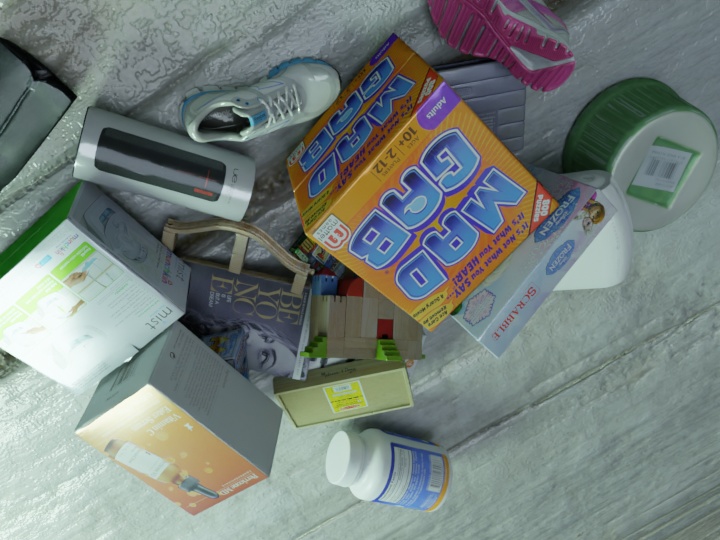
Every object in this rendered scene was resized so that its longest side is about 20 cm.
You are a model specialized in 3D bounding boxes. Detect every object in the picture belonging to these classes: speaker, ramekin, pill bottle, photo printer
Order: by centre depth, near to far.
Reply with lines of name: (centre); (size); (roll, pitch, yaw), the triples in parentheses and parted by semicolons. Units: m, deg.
speaker: (-0.223, -0.120, 0.767); (0.196, 0.082, 0.082); (15, 115, -24)
photo printer: (0.268, -0.049, 0.905); (0.196, 0.070, 0.169); (-3, 127, 29)
ramekin: (0.394, -0.154, 0.923); (0.195, 0.098, 0.204); (-8, 122, -12)
pill bottle: (0.045, 0.326, 1.089); (0.196, 0.113, 0.114); (19, 113, -25)

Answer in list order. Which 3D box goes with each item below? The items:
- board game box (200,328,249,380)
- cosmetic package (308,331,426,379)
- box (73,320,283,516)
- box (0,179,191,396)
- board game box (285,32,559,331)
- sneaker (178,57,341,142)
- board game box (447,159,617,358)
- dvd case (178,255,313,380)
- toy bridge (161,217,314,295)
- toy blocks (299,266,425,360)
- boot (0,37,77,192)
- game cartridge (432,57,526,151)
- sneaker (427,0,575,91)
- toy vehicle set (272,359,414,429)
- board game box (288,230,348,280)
board game box: (-0.231, 0.157, 0.913); (0.195, 0.062, 0.203); (15, 126, -6)
cosmetic package: (-0.006, 0.110, 0.984); (0.195, 0.051, 0.084); (7, 118, -20)
box: (-0.221, 0.191, 0.832); (0.151, 0.107, 0.200); (-32, 117, 25)
box: (-0.335, 0.028, 0.792); (0.198, 0.098, 0.176); (-36, 124, 16)
board game box: (0.059, -0.103, 0.753); (0.199, 0.201, 0.200); (37, 106, -29)
sneaker: (-0.110, -0.184, 0.760); (0.196, 0.087, 0.076); (-20, 122, -7)
board game box: (0.164, -0.028, 0.770); (0.041, 0.200, 0.201); (36, 94, -26)
dvd case: (-0.157, 0.069, 0.903); (0.195, 0.016, 0.152); (12, 117, -5)
toy bridge: (-0.151, -0.028, 0.834); (0.195, 0.027, 0.068); (18, 126, -6)
toy blocks: (0.010, 0.045, 0.868); (0.196, 0.099, 0.141); (6, 85, -32)
boot: (-0.422, -0.159, 0.690); (0.200, 0.066, 0.164); (-44, 131, 14)
game cartridge: (0.119, -0.200, 0.853); (0.195, 0.039, 0.132); (-12, 126, -10)
sneaker: (0.167, -0.298, 0.788); (0.197, 0.089, 0.082); (31, 138, -10)
toy vehicle set: (-0.022, 0.184, 0.993); (0.195, 0.027, 0.125); (-11, 142, 2)
board game box: (0.000, 0.000, 0.910); (0.200, 0.023, 0.105); (47, 73, -29)
